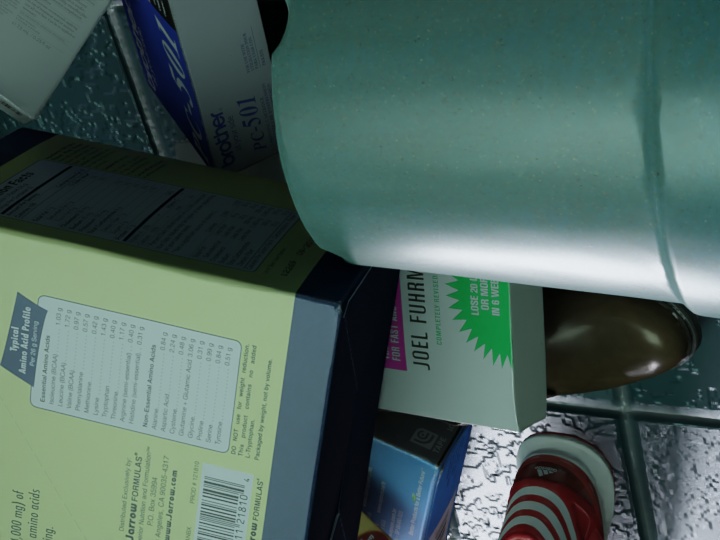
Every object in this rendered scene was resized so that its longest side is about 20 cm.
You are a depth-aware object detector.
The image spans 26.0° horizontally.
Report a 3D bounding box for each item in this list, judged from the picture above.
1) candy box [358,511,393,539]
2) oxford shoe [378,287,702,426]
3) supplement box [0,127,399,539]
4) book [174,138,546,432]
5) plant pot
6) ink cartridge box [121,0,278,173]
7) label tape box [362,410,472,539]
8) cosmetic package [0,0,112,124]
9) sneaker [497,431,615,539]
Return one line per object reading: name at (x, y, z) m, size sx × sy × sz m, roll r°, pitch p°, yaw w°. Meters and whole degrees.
candy box at (-0.065, 0.138, 0.876) m, size 0.200 × 0.057 × 0.117 m, roll 43°, pitch 148°, yaw -11°
oxford shoe at (0.078, 0.049, 0.804) m, size 0.199 × 0.084 × 0.073 m, roll -10°, pitch 119°, yaw 35°
supplement box at (-0.100, 0.061, 0.716) m, size 0.199 × 0.134 × 0.201 m, roll 13°, pitch 111°, yaw 10°
book at (0.000, 0.000, 0.778) m, size 0.199 × 0.048 × 0.134 m, roll 5°, pitch 104°, yaw 38°
plant pot at (0.082, -0.074, 0.597) m, size 0.195 × 0.200 × 0.201 m, roll 1°, pitch 127°, yaw 22°
ink cartridge box at (-0.086, -0.147, 0.713) m, size 0.094 × 0.044 × 0.200 m, roll 51°, pitch 161°, yaw 42°
label tape box at (-0.040, 0.105, 0.934) m, size 0.199 × 0.063 × 0.145 m, roll 22°, pitch 135°, yaw 14°
cosmetic package at (-0.210, -0.155, 0.693) m, size 0.200 × 0.083 × 0.051 m, roll 34°, pitch 172°, yaw -17°
sneaker at (0.108, 0.200, 0.887) m, size 0.078 × 0.116 × 0.201 m, roll -1°, pitch 125°, yaw 31°
